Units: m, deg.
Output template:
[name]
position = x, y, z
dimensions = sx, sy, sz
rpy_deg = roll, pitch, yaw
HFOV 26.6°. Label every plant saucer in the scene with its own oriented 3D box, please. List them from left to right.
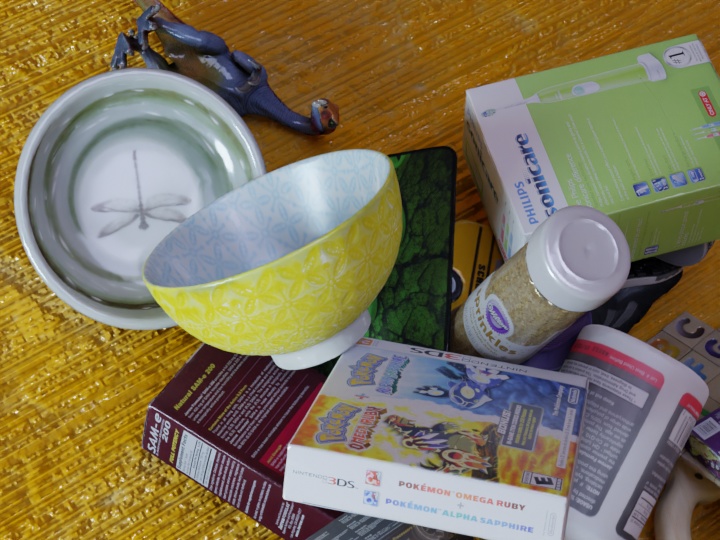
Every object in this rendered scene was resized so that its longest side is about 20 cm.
[plant saucer]
position = -0.171, -0.055, 1.190
dimensions = 0.198, 0.050, 0.203
rpy_deg = 1, 88, -17

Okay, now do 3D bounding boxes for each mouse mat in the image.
[mouse mat]
position = 0.000, 0.000, 1.200
dimensions = 0.159, 0.008, 0.202
rpy_deg = -8, 63, 25

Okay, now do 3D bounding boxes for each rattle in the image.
[rattle]
position = 0.285, 0.170, 1.186
dimensions = 0.129, 0.143, 0.202
rpy_deg = -23, 80, -8

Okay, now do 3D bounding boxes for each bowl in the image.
[bowl]
position = -0.048, 0.006, 1.107
dimensions = 0.199, 0.199, 0.109
rpy_deg = -34, 112, -24

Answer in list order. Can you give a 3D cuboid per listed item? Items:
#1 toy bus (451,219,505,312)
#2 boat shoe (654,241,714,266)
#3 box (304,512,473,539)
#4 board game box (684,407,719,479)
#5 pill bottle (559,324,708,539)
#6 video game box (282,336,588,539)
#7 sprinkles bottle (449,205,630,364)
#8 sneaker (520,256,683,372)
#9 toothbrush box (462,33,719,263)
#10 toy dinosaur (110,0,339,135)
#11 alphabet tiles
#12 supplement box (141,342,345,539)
[toy bus]
position = 0.074, 0.063, 1.214
dimensions = 0.077, 0.065, 0.202
rpy_deg = 15, 65, -11
[boat shoe]
position = 0.222, -0.082, 1.297
dimensions = 0.201, 0.075, 0.086
rpy_deg = 27, 45, 23
[box]
position = -0.003, 0.250, 1.025
dimensions = 0.199, 0.050, 0.159
rpy_deg = -31, 119, -24
[board game box]
position = 0.366, 0.121, 1.185
dimensions = 0.199, 0.033, 0.120
rpy_deg = -26, 42, -23
[pill bottle]
position = 0.174, 0.153, 1.158
dimensions = 0.110, 0.111, 0.201
rpy_deg = 29, 83, -1
[video game box]
position = 0.058, 0.111, 1.033
dimensions = 0.180, 0.200, 0.047
rpy_deg = 7, 109, 10
[sprinkles bottle]
position = 0.121, 0.022, 1.095
dimensions = 0.067, 0.200, 0.069
rpy_deg = 7, 67, -16
[sneaker]
position = 0.191, 0.037, 1.262
dimensions = 0.199, 0.089, 0.075
rpy_deg = -18, 32, -40
[toothbrush box]
position = 0.195, -0.087, 1.204
dimensions = 0.198, 0.086, 0.147
rpy_deg = -14, 59, -8
[toy dinosaur]
position = -0.104, -0.170, 1.257
dimensions = 0.180, 0.105, 0.202
rpy_deg = 14, 51, -30
[alphabet tiles]
position = 0.310, 0.106, 1.230
dimensions = 0.166, 0.006, 0.199
rpy_deg = -33, 49, -28
[supplement box]
position = -0.050, 0.132, 1.124
dimensions = 0.199, 0.061, 0.109
rpy_deg = 31, 48, 11
